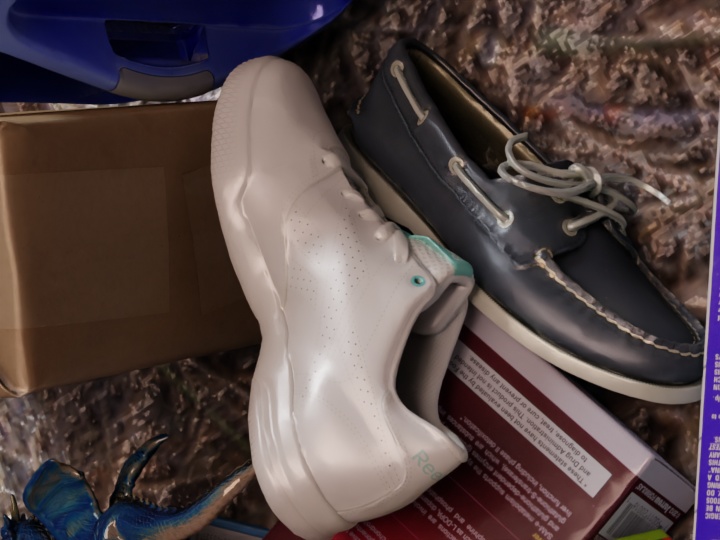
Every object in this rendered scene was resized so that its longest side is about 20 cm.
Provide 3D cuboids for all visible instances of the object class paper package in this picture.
[{"bbox_3d":[-0.144,-0.012,1.109,0.190,0.200,0.104,-1,96,33],"label":"paper package"}]

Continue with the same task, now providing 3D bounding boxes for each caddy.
[{"bbox_3d":[-0.093,-0.116,1.087,0.141,0.199,0.106,-29,73,39],"label":"caddy"}]

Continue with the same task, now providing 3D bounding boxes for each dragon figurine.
[{"bbox_3d":[-0.100,0.102,1.098,0.100,0.059,0.200,65,150,26],"label":"dragon figurine"}]

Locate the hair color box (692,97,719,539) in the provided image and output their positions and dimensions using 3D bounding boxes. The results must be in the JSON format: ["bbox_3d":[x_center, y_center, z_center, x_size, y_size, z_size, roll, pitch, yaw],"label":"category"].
[{"bbox_3d":[0.169,0.031,0.961,0.064,0.109,0.201,2,83,33],"label":"hair color box"}]

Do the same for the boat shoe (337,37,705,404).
[{"bbox_3d":[0.068,-0.021,1.061,0.200,0.075,0.062,44,116,40],"label":"boat shoe"}]

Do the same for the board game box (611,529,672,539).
[{"bbox_3d":[0.139,0.197,0.973,0.200,0.047,0.102,43,120,31],"label":"board game box"}]

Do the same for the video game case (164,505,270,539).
[{"bbox_3d":[-0.043,0.209,1.120,0.142,0.018,0.201,10,87,33],"label":"video game case"}]

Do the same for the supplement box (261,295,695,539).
[{"bbox_3d":[0.023,0.123,1.048,0.200,0.061,0.109,-49,59,2],"label":"supplement box"}]

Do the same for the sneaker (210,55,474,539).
[{"bbox_3d":[0.000,0.000,1.041,0.088,0.075,0.201,-22,61,22],"label":"sneaker"}]
